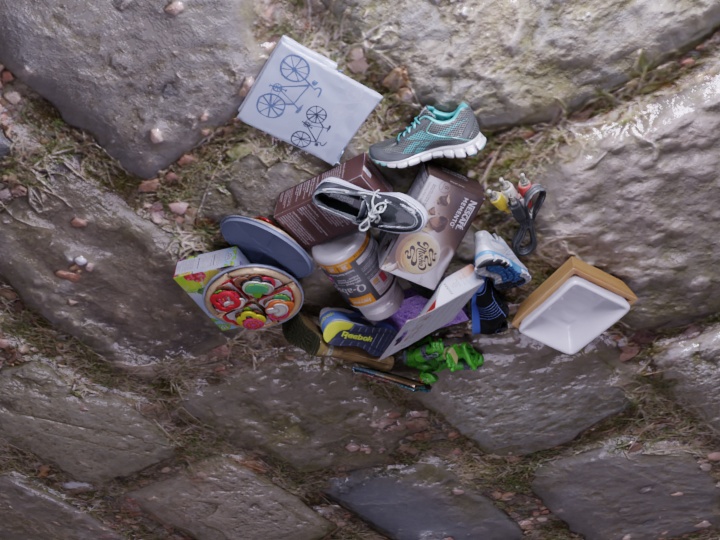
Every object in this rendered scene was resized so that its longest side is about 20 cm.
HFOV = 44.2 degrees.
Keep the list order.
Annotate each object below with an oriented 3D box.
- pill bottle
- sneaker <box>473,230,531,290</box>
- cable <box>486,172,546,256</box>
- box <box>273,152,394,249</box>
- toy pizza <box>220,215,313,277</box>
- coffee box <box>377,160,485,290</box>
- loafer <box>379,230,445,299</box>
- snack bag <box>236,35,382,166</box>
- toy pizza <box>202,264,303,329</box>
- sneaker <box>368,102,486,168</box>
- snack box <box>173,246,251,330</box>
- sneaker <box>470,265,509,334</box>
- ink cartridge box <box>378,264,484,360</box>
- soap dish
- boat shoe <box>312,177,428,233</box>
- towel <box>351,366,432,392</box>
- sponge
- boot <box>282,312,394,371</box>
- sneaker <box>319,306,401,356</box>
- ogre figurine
[{"bbox_3d":[0.000,0.000,1.704,0.116,0.117,0.200,-17,132,23],"label":"pill bottle"},{"bbox_3d":[0.266,-0.023,1.680,0.075,0.087,0.200,-21,154,20],"label":"sneaker"},{"bbox_3d":[0.300,-0.105,1.624,0.097,0.050,0.200,-23,143,9],"label":"cable"},{"bbox_3d":[-0.048,-0.124,1.611,0.199,0.075,0.100,-20,130,28],"label":"box"},{"bbox_3d":[-0.176,-0.051,1.700,0.200,0.032,0.200,22,158,10],"label":"toy pizza"},{"bbox_3d":[0.124,-0.081,1.582,0.113,0.080,0.200,22,114,-14],"label":"coffee box"},{"bbox_3d":[0.102,-0.030,1.710,0.072,0.063,0.200,2,139,42],"label":"loafer"},{"bbox_3d":[-0.084,-0.279,1.488,0.199,0.021,0.189,25,135,-17],"label":"snack bag"},{"bbox_3d":[-0.212,0.061,1.762,0.199,0.032,0.201,-3,140,-2],"label":"toy pizza"},{"bbox_3d":[0.106,-0.232,1.490,0.199,0.078,0.092,-10,119,12],"label":"sneaker"},{"bbox_3d":[-0.269,0.041,1.817,0.142,0.053,0.200,-11,141,20],"label":"snack box"},{"bbox_3d":[0.258,0.058,1.770,0.078,0.070,0.200,-4,142,6],"label":"sneaker"},{"bbox_3d":[0.122,0.080,1.669,0.200,0.050,0.162,-23,159,-32],"label":"ink cartridge box"},{"bbox_3d":[0.417,0.069,1.746,0.157,0.081,0.200,23,134,-17],"label":"soap dish"},{"bbox_3d":[0.015,-0.105,1.504,0.199,0.068,0.074,22,116,2],"label":"boat shoe"},{"bbox_3d":[0.069,0.236,1.912,0.146,0.022,0.200,14,176,15],"label":"towel"},{"bbox_3d":[0.113,0.087,1.843,0.199,0.030,0.112,-20,129,26],"label":"sponge"},{"bbox_3d":[-0.051,0.155,1.894,0.199,0.175,0.066,16,106,-39],"label":"boot"},{"bbox_3d":[0.000,0.119,1.829,0.199,0.082,0.074,20,110,-35],"label":"sneaker"},{"bbox_3d":[0.170,0.187,1.893,0.120,0.200,0.099,-14,90,35],"label":"ogre figurine"}]
